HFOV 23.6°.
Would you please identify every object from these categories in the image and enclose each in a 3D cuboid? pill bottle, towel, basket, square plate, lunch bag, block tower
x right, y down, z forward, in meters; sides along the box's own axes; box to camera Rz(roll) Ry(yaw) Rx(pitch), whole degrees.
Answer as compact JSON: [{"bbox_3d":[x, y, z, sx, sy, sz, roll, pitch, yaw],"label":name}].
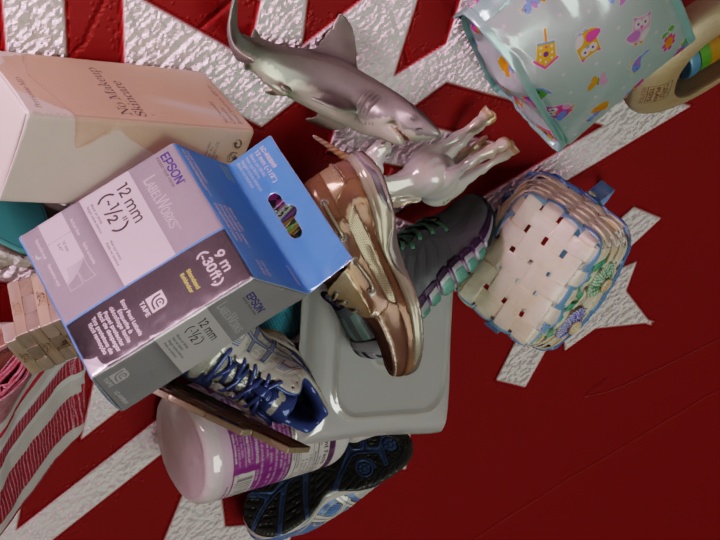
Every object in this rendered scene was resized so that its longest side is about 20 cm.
[{"bbox_3d":[-0.080,0.140,1.614,0.200,0.112,0.112,-14,135,-31],"label":"pill bottle"},{"bbox_3d":[-0.268,0.120,1.432,0.144,0.023,0.200,-57,166,-42],"label":"towel"},{"bbox_3d":[0.177,-0.007,1.683,0.176,0.139,0.200,-56,175,16],"label":"basket"},{"bbox_3d":[0.022,0.059,1.600,0.200,0.028,0.198,1,94,-46],"label":"square plate"},{"bbox_3d":[0.177,-0.223,1.475,0.170,0.122,0.200,-41,148,1],"label":"lunch bag"},{"bbox_3d":[-0.175,0.012,1.320,0.200,0.058,0.054,-22,143,4],"label":"block tower"}]

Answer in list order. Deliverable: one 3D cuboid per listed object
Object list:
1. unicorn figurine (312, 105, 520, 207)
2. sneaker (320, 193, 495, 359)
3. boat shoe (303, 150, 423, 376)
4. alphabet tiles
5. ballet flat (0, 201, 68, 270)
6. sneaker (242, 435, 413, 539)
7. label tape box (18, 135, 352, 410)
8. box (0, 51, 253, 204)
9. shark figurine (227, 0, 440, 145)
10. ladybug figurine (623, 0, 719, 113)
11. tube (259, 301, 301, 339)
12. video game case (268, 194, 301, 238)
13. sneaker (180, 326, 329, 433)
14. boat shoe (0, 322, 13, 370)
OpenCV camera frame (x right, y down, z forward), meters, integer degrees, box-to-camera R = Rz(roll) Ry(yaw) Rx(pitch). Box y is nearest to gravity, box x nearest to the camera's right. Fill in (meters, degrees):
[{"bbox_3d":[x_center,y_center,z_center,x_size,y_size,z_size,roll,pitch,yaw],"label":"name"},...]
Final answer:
[{"bbox_3d":[0.065,-0.094,1.522,0.137,0.074,0.200,-32,156,8],"label":"unicorn figurine"},{"bbox_3d":[0.047,-0.016,1.549,0.200,0.074,0.088,-51,122,-28],"label":"sneaker"},{"bbox_3d":[0.000,0.000,1.454,0.072,0.076,0.200,-20,107,-12],"label":"boat shoe"},{"bbox_3d":[-0.139,0.107,1.427,0.008,0.200,0.167,-65,170,-2],"label":"alphabet tiles"},{"bbox_3d":[-0.254,-0.020,1.354,0.200,0.072,0.072,14,117,-46],"label":"ballet flat"},{"bbox_3d":[-0.037,0.215,1.770,0.200,0.076,0.077,-25,162,-20],"label":"sneaker"},{"bbox_3d":[-0.128,-0.014,1.247,0.200,0.143,0.066,-33,147,0],"label":"label tape box"},{"bbox_3d":[-0.193,-0.104,1.300,0.200,0.095,0.078,0,127,-42],"label":"box"},{"bbox_3d":[-0.040,-0.175,1.394,0.214,0.128,0.090,27,82,-32],"label":"shark figurine"},{"bbox_3d":[0.311,-0.221,1.616,0.200,0.072,0.136,-30,154,-21],"label":"ladybug figurine"},{"bbox_3d":[-0.067,0.034,1.576,0.200,0.050,0.078,-34,142,-22],"label":"tube"},{"bbox_3d":[-0.126,0.004,1.441,0.200,0.036,0.181,-42,172,1],"label":"video game case"},{"bbox_3d":[-0.090,0.083,1.439,0.075,0.088,0.200,-49,149,12],"label":"sneaker"},{"bbox_3d":[-0.338,0.122,1.392,0.200,0.072,0.076,-40,143,-14],"label":"boat shoe"}]
